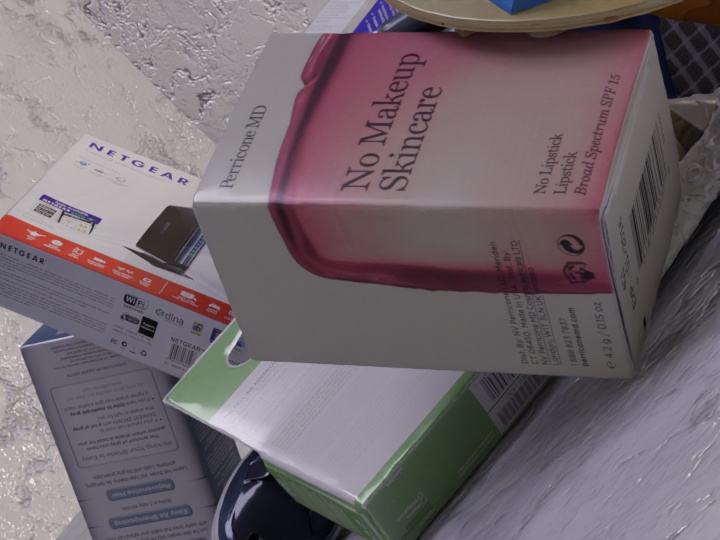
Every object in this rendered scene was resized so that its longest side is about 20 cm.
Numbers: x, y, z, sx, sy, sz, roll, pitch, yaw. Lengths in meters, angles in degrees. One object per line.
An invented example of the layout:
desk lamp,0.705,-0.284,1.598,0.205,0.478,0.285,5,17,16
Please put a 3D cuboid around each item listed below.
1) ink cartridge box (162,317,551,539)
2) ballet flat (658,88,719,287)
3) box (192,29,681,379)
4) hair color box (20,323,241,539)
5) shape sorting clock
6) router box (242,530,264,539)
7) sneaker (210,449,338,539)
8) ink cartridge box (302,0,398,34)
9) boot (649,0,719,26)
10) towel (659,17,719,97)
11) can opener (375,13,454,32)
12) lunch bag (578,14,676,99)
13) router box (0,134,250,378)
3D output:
ink cartridge box,-0.002,0.061,1.143,0.146,0.048,0.199,-48,34,-17
ballet flat,0.161,-0.052,1.085,0.200,0.072,0.072,-49,5,-39
box,0.041,-0.034,0.980,0.198,0.109,0.128,2,46,21
hair color box,-0.140,0.121,1.377,0.098,0.202,0.061,-12,17,20
shape sorting clock,0.103,-0.162,1.026,0.198,0.040,0.201,-5,29,3
router box,-0.125,0.253,1.144,0.157,0.052,0.200,-43,5,39
sneaker,-0.013,0.086,1.234,0.203,0.077,0.147,-48,-12,-30
ink cartridge box,0.023,-0.117,1.477,0.043,0.199,0.200,13,50,34
boot,0.183,-0.158,1.067,0.144,0.199,0.071,-69,-10,-76
towel,0.202,-0.215,1.261,0.165,0.200,0.086,-40,14,-5
can opener,0.028,-0.137,1.286,0.199,0.053,0.066,-27,-17,29
lunch bag,0.086,-0.067,1.189,0.198,0.134,0.136,-13,-5,-9
router box,-0.121,-0.003,1.323,0.180,0.198,0.049,-64,-6,-64
